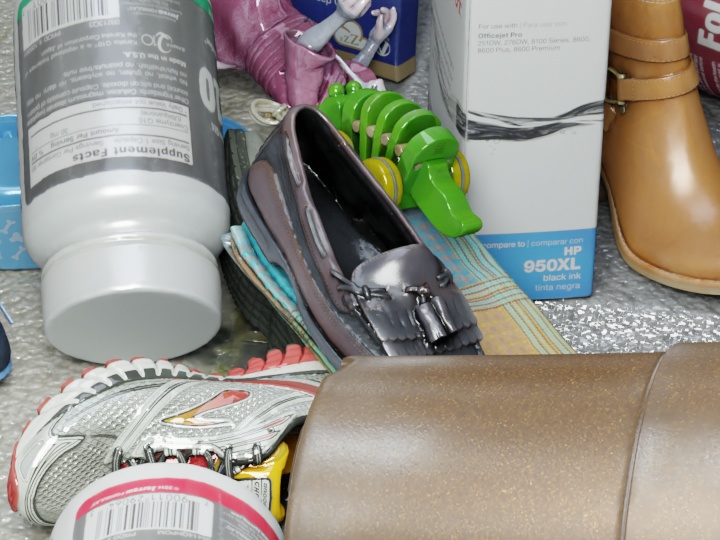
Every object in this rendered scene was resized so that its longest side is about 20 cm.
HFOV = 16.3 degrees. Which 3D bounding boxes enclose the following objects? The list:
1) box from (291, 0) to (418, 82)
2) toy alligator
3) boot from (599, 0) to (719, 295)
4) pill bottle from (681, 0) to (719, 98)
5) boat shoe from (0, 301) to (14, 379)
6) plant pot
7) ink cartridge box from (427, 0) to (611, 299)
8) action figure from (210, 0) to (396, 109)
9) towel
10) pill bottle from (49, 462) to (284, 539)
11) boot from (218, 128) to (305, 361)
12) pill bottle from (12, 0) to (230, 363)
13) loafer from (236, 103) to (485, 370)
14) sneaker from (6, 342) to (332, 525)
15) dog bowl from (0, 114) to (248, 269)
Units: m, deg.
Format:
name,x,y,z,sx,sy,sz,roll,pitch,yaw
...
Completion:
name,x,y,z,sx,sy,sz,roll,pitch,yaw
box,-0.015,-0.233,1.636,0.121,0.201,0.032,18,29,26
toy alligator,0.001,-0.077,1.354,0.059,0.055,0.200,-9,29,-36
boot,0.182,-0.088,1.446,0.076,0.156,0.200,-9,32,-17
pill bottle,0.247,-0.166,1.619,0.199,0.115,0.114,27,39,36
boat shoe,-0.257,0.000,1.368,0.084,0.069,0.200,-22,37,-33
plant pot,0.081,0.118,1.079,0.197,0.201,0.200,4,30,18
ink cartridge box,0.086,-0.104,1.426,0.084,0.201,0.145,-3,31,-5
action figure,-0.053,-0.136,1.573,0.149,0.134,0.200,-39,68,6
towel,0.038,0.032,1.280,0.146,0.022,0.200,-10,45,-36
pill bottle,-0.084,0.178,1.037,0.110,0.111,0.200,1,31,-1
boot,0.000,0.000,1.373,0.130,0.068,0.201,-7,49,-20
pill bottle,-0.129,-0.059,1.358,0.112,0.113,0.201,-3,65,-7
loafer,0.004,-0.002,1.235,0.072,0.063,0.200,-9,46,-36
sneaker,-0.074,0.087,1.223,0.199,0.078,0.082,-12,34,-20
dog bowl,-0.158,-0.046,1.469,0.199,0.050,0.112,-3,31,-7
